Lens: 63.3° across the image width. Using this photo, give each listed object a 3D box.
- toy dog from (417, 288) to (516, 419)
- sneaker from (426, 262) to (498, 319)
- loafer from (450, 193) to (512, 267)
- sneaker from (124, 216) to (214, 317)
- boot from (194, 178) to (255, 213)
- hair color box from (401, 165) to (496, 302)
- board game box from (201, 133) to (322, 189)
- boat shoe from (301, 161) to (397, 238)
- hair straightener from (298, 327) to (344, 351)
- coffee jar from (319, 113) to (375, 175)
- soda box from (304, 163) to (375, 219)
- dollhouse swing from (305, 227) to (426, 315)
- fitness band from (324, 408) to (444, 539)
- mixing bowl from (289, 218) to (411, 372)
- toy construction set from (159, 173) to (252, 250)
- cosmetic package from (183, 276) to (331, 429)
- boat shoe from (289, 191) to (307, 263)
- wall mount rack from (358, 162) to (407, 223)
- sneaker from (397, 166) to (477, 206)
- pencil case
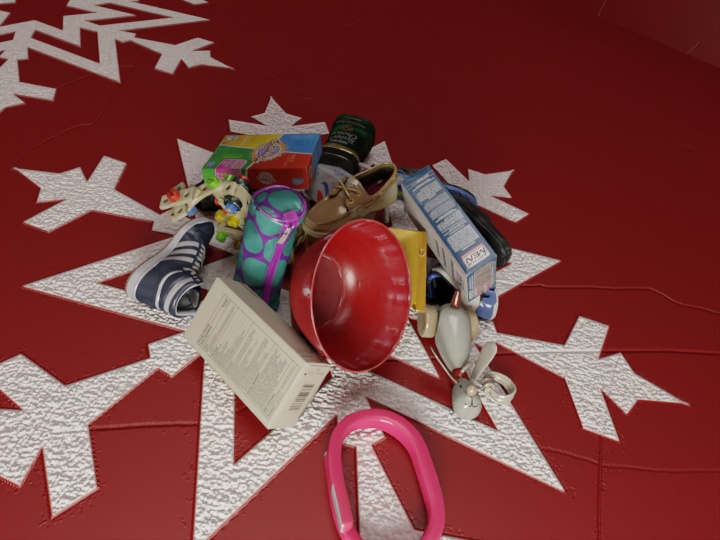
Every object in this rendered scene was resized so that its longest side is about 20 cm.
[{"bbox_3d":[0.153,0.111,0.884,0.128,0.099,0.202,-12,46,-24],"label":"toy dog"},{"bbox_3d":[0.161,-0.002,1.024,0.111,0.082,0.203,2,44,-13],"label":"sneaker"},{"bbox_3d":[0.199,-0.080,1.009,0.070,0.075,0.201,-18,44,-24],"label":"loafer"},{"bbox_3d":[-0.271,-0.004,0.942,0.106,0.072,0.201,23,45,14],"label":"sneaker"},{"bbox_3d":[-0.249,-0.122,1.087,0.095,0.077,0.199,-28,43,-24],"label":"boot"},{"bbox_3d":[0.143,-0.061,0.948,0.059,0.101,0.203,-29,62,-3],"label":"hair color box"},{"bbox_3d":[-0.178,-0.206,1.092,0.192,0.041,0.155,0,36,7],"label":"board game box"},{"bbox_3d":[-0.014,-0.118,0.924,0.073,0.068,0.198,35,50,25],"label":"boat shoe"},{"bbox_3d":[-0.046,0.107,0.894,0.075,0.042,0.199,23,36,28],"label":"hair straightener"},{"bbox_3d":[-0.036,-0.254,1.258,0.101,0.087,0.203,14,42,5],"label":"coffee jar"},{"bbox_3d":[-0.039,-0.144,1.081,0.066,0.066,0.200,6,20,-28],"label":"soda box"},{"bbox_3d":[0.000,0.000,1.001,0.192,0.176,0.189,5,75,-6],"label":"dollhouse swing"},{"bbox_3d":[0.029,0.269,0.734,0.138,0.038,0.204,0,44,-16],"label":"fitness band"},{"bbox_3d":[-0.028,0.031,0.822,0.106,0.207,0.198,4,28,44],"label":"mixing bowl"},{"bbox_3d":[-0.217,-0.097,0.934,0.127,0.199,0.096,8,80,29],"label":"toy construction set"},{"bbox_3d":[-0.145,0.110,0.806,0.199,0.107,0.071,39,9,28],"label":"cosmetic package"},{"bbox_3d":[-0.125,-0.087,1.052,0.064,0.076,0.204,-2,42,-7],"label":"boat shoe"},{"bbox_3d":[0.079,-0.131,1.103,0.194,0.077,0.174,18,15,-25],"label":"wall mount rack"},{"bbox_3d":[0.155,-0.174,1.220,0.194,0.072,0.083,22,46,15],"label":"sneaker"},{"bbox_3d":[-0.144,-0.024,0.892,0.082,0.204,0.093,-3,41,-30],"label":"pencil case"}]
